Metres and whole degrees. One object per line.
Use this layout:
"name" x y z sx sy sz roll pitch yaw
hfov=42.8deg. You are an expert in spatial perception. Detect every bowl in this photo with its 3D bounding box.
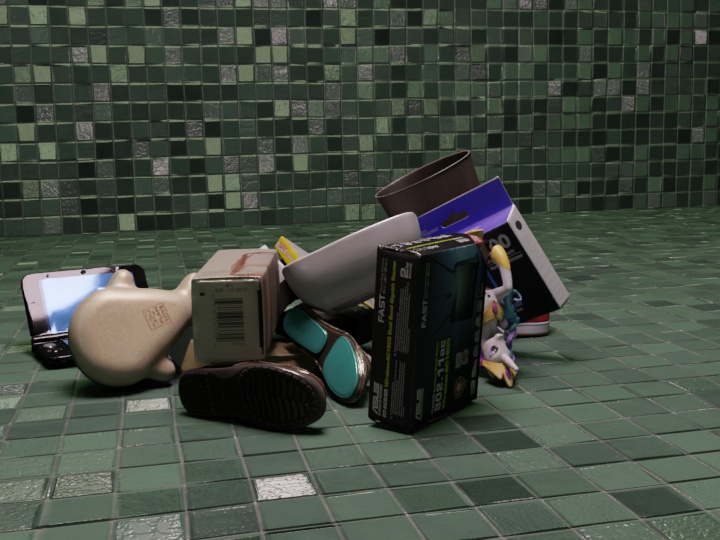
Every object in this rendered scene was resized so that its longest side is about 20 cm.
"bowl" 0.000 0.000 1.263 0.198 0.075 0.200 -25 -6 0

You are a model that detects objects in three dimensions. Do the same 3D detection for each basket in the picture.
"basket" 0.137 -0.059 1.408 0.136 0.202 0.179 -36 13 -39

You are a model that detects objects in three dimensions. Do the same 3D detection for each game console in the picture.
"game console" -0.403 0.064 1.413 0.198 0.118 0.175 -7 10 -30

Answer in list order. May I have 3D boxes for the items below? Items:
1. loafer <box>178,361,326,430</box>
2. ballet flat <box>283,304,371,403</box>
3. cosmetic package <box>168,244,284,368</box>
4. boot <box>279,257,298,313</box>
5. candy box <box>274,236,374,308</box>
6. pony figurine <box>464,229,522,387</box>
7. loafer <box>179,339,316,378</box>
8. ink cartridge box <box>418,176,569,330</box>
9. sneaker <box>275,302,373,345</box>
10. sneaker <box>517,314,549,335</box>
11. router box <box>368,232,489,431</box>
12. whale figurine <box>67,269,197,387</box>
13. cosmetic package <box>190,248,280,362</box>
"loafer" -0.117 0.133 1.057 0.198 0.074 0.071 4 11 30
"ballet flat" -0.028 0.107 1.181 0.075 0.068 0.200 23 12 -40
"cosmetic package" -0.193 0.050 1.311 0.200 0.051 0.083 -43 14 -2
"boot" -0.173 0.047 1.466 0.149 0.074 0.200 -22 14 23
"candy box" -0.044 0.021 1.461 0.199 0.027 0.102 34 6 -33
"pony figurine" 0.140 0.057 1.234 0.165 0.203 0.192 -7 -4 -29
"loafer" -0.143 0.113 1.213 0.198 0.068 0.076 -7 10 -34
"ink cartridge box" 0.165 -0.005 1.310 0.197 0.201 0.043 -26 9 40
"sneaker" -0.059 0.087 1.402 0.199 0.067 0.090 2 11 44
"sneaker" 0.207 0.044 1.441 0.197 0.114 0.071 0 8 -18
"router box" 0.079 0.064 1.046 0.062 0.203 0.149 11 14 36
"whale figurine" -0.292 0.076 1.227 0.199 0.160 0.104 -27 -3 -30
"cosmetic package" -0.151 0.038 1.145 0.086 0.105 0.200 -2 12 0
